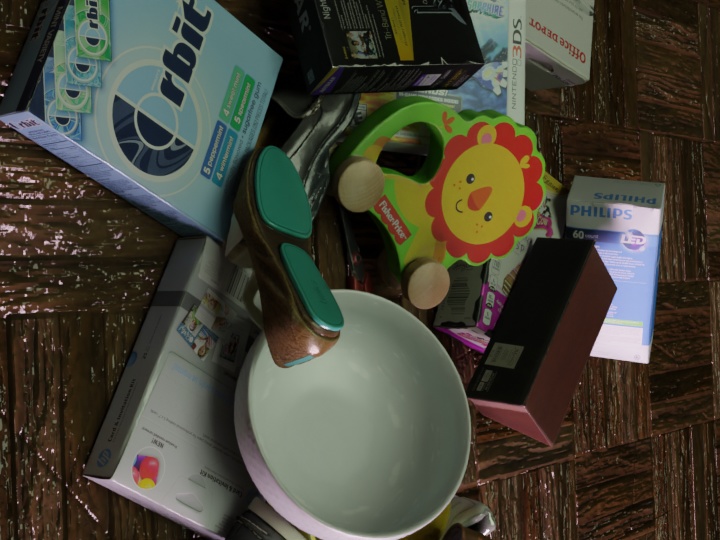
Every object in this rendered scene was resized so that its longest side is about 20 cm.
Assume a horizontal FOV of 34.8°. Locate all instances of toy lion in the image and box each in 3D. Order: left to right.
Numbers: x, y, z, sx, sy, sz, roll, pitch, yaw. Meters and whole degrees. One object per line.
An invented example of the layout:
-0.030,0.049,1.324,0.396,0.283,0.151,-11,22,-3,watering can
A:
0.078,-0.079,1.051,0.191,0.069,0.201,-42,123,-8,toy lion

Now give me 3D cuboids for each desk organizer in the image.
0.186,0.069,1.155,0.077,0.071,0.201,52,56,-38,desk organizer

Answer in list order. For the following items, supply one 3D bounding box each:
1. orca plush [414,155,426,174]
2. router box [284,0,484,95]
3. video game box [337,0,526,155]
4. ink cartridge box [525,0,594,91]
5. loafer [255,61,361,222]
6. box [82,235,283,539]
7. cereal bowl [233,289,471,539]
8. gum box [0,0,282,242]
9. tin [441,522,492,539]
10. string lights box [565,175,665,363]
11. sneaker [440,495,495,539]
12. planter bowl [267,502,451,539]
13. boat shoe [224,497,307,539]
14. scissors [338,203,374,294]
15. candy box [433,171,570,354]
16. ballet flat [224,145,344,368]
0.095,-0.141,1.149,0.106,0.070,0.201,54,51,-32,orca plush
0.008,-0.255,0.995,0.155,0.052,0.203,-6,75,-30,router box
0.066,-0.203,1.087,0.197,0.047,0.185,3,83,-25,video game box
0.188,-0.317,1.257,0.146,0.082,0.203,18,74,-46,ink cartridge box
-0.053,-0.132,0.981,0.072,0.072,0.203,32,63,-38,loafer
-0.117,0.099,0.916,0.156,0.041,0.202,39,59,-41,box
-0.014,0.123,0.916,0.198,0.083,0.203,13,59,-23,cereal bowl
-0.159,-0.141,0.877,0.199,0.044,0.172,35,63,-43,gum box
0.063,0.306,0.974,0.112,0.041,0.202,-68,180,-60,tin
0.280,0.001,1.279,0.059,0.101,0.202,-59,151,-53,string lights box
0.068,0.304,1.089,0.075,0.080,0.202,44,58,-40,sneaker
0.021,0.197,1.010,0.198,0.083,0.204,10,74,-39,planter bowl
-0.034,0.269,0.898,0.063,0.073,0.200,-44,98,-18,boat shoe
0.000,0.000,1.079,0.073,0.014,0.203,-4,90,-47,scissors
0.155,-0.015,1.219,0.136,0.060,0.203,27,67,-45,candy box
-0.067,-0.008,0.879,0.067,0.072,0.202,21,37,-43,ballet flat
